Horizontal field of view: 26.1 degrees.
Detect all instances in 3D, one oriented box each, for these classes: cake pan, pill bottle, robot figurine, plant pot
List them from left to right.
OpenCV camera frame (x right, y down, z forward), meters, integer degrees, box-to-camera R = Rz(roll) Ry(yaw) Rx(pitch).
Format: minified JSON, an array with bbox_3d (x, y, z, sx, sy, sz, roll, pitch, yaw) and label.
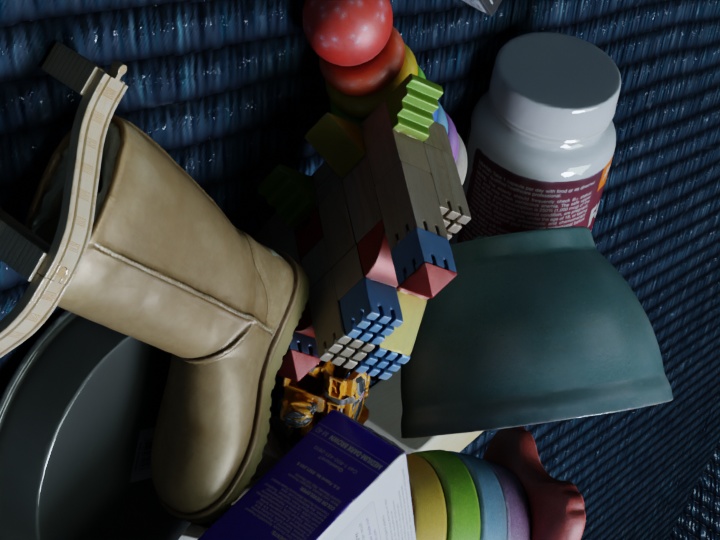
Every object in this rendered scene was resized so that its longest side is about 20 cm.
[{"bbox_3d":[-0.143,0.105,0.928,0.200,0.037,0.202,-37,137,-44],"label":"cake pan"},{"bbox_3d":[-0.001,0.039,1.112,0.146,0.058,0.201,96,17,-47],"label":"robot figurine"},{"bbox_3d":[0.119,0.041,1.130,0.200,0.199,0.135,0,81,-64],"label":"plant pot"},{"bbox_3d":[0.136,-0.078,1.214,0.114,0.114,0.201,-39,151,-37],"label":"pill bottle"}]

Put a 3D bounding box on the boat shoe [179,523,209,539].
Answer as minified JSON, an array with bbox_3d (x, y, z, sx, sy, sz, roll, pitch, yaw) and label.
[{"bbox_3d":[-0.091,0.210,1.059,0.199,0.067,0.057,19,87,-25],"label":"boat shoe"}]

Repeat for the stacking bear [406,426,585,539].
[{"bbox_3d":[0.033,0.172,1.067,0.199,0.122,0.115,7,113,-27],"label":"stacking bear"}]

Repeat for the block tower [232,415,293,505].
[{"bbox_3d":[-0.075,0.137,1.119,0.054,0.058,0.200,-32,155,4],"label":"block tower"}]

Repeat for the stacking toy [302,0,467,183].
[{"bbox_3d":[0.008,-0.114,0.976,0.086,0.085,0.200,-51,149,-15],"label":"stacking toy"}]

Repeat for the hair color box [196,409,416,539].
[{"bbox_3d":[-0.053,0.189,0.903,0.200,0.065,0.110,-43,144,-31],"label":"hair color box"}]

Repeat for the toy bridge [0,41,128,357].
[{"bbox_3d":[-0.166,-0.013,0.746,0.201,0.067,0.027,-59,151,3],"label":"toy bridge"}]

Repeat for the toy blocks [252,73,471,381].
[{"bbox_3d":[0.000,0.000,0.945,0.099,0.138,0.200,19,133,-34],"label":"toy blocks"}]

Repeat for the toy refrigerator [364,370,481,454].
[{"bbox_3d":[0.070,0.118,1.381,0.200,0.076,0.070,-34,148,-45],"label":"toy refrigerator"}]

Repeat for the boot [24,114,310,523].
[{"bbox_3d":[-0.115,0.033,0.837,0.200,0.066,0.177,36,67,-58],"label":"boot"}]

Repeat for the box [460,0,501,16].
[{"bbox_3d":[0.080,-0.266,0.948,0.159,0.048,0.200,-57,158,-1],"label":"box"}]
